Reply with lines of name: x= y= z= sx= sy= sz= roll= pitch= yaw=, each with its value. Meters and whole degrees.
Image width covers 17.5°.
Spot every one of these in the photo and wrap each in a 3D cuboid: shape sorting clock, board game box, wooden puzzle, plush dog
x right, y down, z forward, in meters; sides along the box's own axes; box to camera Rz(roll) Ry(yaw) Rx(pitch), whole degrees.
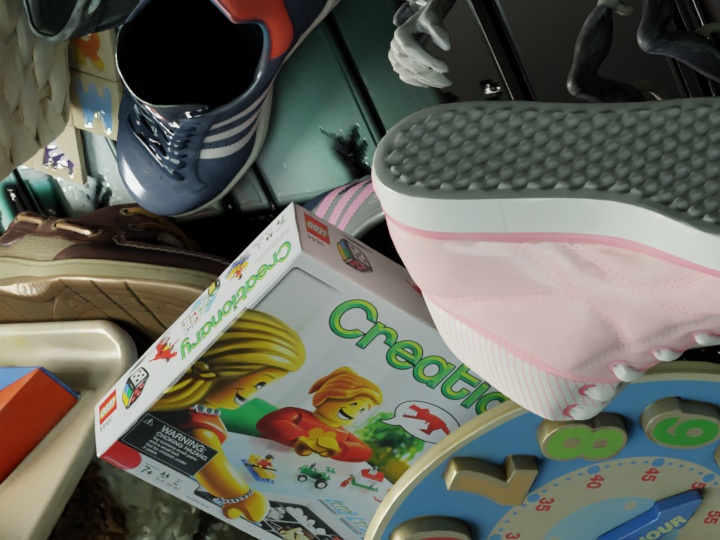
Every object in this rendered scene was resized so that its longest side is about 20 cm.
shape sorting clock: x=0.098 y=0.109 z=0.925 sx=0.200 sy=0.200 sz=0.039 roll=103 pitch=156 yaw=-43
board game box: x=0.012 y=0.067 z=0.930 sx=0.200 sy=0.035 sz=0.126 roll=30 pitch=119 yaw=-28
wooden puzzle: x=-0.203 y=0.109 z=1.075 sx=0.046 sy=0.200 sz=0.185 roll=37 pitch=155 yaw=-33
plush dog: x=-0.105 y=0.124 z=1.135 sx=0.160 sy=0.200 sz=0.172 roll=-12 pitch=126 yaw=11

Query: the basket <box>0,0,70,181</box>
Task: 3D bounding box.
basket: x=-0.210 y=-0.129 z=1.032 sx=0.123 sy=0.136 sz=0.200 roll=24 pitch=133 yaw=22

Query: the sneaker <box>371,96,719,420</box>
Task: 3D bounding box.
sneaker: x=0.106 y=0.001 z=0.798 sx=0.200 sy=0.075 sz=0.105 roll=5 pitch=132 yaw=25

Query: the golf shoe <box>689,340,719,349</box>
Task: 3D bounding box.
golf shoe: x=0.166 y=0.011 z=0.856 sx=0.097 sy=0.078 sz=0.200 roll=51 pitch=141 yaw=-10

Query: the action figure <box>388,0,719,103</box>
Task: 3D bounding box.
action figure: x=0.071 y=-0.111 z=0.826 sx=0.200 sy=0.102 sz=0.119 roll=49 pitch=141 yaw=-3

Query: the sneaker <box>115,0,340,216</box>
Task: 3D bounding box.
sneaker: x=-0.077 y=-0.080 z=0.994 sx=0.075 sy=0.085 sz=0.200 roll=42 pitch=139 yaw=9

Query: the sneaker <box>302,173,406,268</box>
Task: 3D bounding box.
sneaker: x=0.000 y=0.000 z=0.986 sx=0.070 sy=0.082 sz=0.200 roll=54 pitch=140 yaw=-4

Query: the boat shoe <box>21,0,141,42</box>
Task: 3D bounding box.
boat shoe: x=-0.106 y=-0.177 z=0.956 sx=0.072 sy=0.071 sz=0.200 roll=26 pitch=134 yaw=26

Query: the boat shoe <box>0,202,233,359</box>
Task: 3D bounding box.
boat shoe: x=-0.111 y=-0.004 z=1.092 sx=0.200 sy=0.072 sz=0.072 roll=0 pitch=144 yaw=49

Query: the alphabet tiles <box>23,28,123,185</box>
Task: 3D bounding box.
alphabet tiles: x=-0.181 y=-0.138 z=1.104 sx=0.166 sy=0.006 sz=0.200 roll=19 pitch=131 yaw=32
